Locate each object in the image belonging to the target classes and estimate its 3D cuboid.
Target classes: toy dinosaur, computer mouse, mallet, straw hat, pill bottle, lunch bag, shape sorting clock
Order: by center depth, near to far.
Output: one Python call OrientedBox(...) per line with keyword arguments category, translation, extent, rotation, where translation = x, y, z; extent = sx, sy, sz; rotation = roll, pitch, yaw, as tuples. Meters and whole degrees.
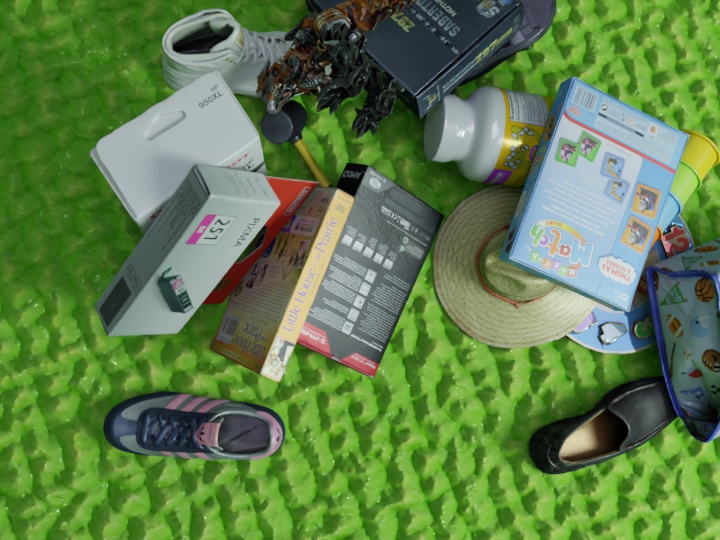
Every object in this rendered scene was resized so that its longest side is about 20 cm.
OrientedBox(category="toy dinosaur", translation=(-0.024, -0.221, 0.951), extent=(0.101, 0.200, 0.137), rotation=(0, 56, -40))
OrientedBox(category="straw hat", translation=(0.180, -0.009, 1.039), extent=(0.197, 0.085, 0.205), rotation=(0, 86, 3))
OrientedBox(category="mallet", translation=(-0.045, -0.098, 1.043), extent=(0.041, 0.066, 0.202), rotation=(-29, 93, 22))
OrientedBox(category="pill bottle", translation=(0.174, -0.146, 1.046), extent=(0.196, 0.104, 0.106), rotation=(6, 85, -14))
OrientedBox(category="lunch bag", translation=(0.427, 0.074, 1.051), extent=(0.168, 0.123, 0.204), rotation=(-17, 104, -26))
OrientedBox(category="computer mouse", translation=(0.128, -0.274, 1.072), extent=(0.197, 0.053, 0.140), rotation=(-25, 91, 4))
OrientedBox(category="shape sorting clock", translation=(0.300, -0.004, 1.096), extent=(0.196, 0.039, 0.204), rotation=(1, 85, -8))

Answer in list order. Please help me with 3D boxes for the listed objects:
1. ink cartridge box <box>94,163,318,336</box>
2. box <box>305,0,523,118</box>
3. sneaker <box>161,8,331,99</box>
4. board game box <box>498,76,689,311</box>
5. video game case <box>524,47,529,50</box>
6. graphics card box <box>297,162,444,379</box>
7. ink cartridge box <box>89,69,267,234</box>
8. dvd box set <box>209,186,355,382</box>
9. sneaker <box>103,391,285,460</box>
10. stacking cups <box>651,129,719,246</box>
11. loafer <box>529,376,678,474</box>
OrientedBox(category="ink cartridge box", translation=(-0.144, -0.013, 0.931), extent=(0.200, 0.172, 0.044), rotation=(-48, 61, 28))
OrientedBox(category="box", translation=(0.055, -0.286, 1.016), extent=(0.157, 0.051, 0.200), rotation=(-40, 69, -5))
OrientedBox(category="sneaker", translation=(-0.118, -0.235, 1.018), extent=(0.196, 0.116, 0.075), rotation=(-8, 85, -9))
OrientedBox(category="board game box", translation=(0.248, -0.079, 0.993), extent=(0.149, 0.037, 0.203), rotation=(22, 84, -13))
OrientedBox(category="video game case", translation=(0.092, -0.314, 1.101), extent=(0.196, 0.019, 0.146), rotation=(-12, 88, -7))
OrientedBox(category="graphics card box", translation=(0.000, 0.000, 1.023), extent=(0.124, 0.051, 0.203), rotation=(27, 84, -33))
OrientedBox(category="ink cartridge box", translation=(-0.175, -0.098, 0.953), extent=(0.144, 0.200, 0.085), rotation=(-35, 82, -8))
OrientedBox(category="dvd box set", translation=(-0.086, 0.007, 0.991), extent=(0.029, 0.146, 0.203), rotation=(26, 82, -29))
OrientedBox(category="sneaker", translation=(-0.177, 0.166, 0.997), extent=(0.196, 0.082, 0.072), rotation=(1, 86, -7))
OrientedBox(category="stacking cups", translation=(0.334, -0.064, 1.060), extent=(0.060, 0.060, 0.201), rotation=(36, 76, -4))
OrientedBox(category="loafer", translation=(0.292, 0.179, 1.064), extent=(0.197, 0.072, 0.074), rotation=(-26, 89, -9))
